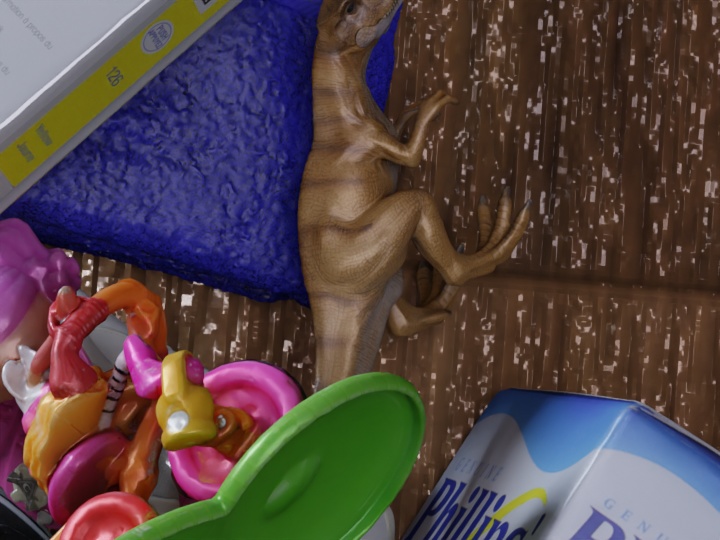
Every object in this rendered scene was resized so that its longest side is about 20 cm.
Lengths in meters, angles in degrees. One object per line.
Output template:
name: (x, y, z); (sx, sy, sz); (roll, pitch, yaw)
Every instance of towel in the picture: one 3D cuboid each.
towel: (-0.053, -0.097, 0.800); (0.147, 0.050, 0.201); (14, 86, -13)

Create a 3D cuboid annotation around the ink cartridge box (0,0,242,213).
ink cartridge box: (-0.117, -0.142, 0.749); (0.200, 0.047, 0.198); (-40, 63, -9)

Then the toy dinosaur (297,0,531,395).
toy dinosaur: (0.000, 0.000, 0.782); (0.106, 0.060, 0.202); (9, 80, -38)

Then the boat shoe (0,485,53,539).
boat shoe: (-0.118, 0.123, 0.776); (0.199, 0.071, 0.072); (34, 83, -6)

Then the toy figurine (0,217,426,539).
toy figurine: (-0.108, 0.053, 0.697); (0.200, 0.150, 0.184); (-47, 61, 1)

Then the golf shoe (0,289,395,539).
golf shoe: (-0.071, 0.059, 0.794); (0.200, 0.091, 0.075); (43, 123, 11)

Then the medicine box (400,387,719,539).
medicine box: (0.053, 0.149, 0.748); (0.103, 0.182, 0.201); (33, 83, -7)
